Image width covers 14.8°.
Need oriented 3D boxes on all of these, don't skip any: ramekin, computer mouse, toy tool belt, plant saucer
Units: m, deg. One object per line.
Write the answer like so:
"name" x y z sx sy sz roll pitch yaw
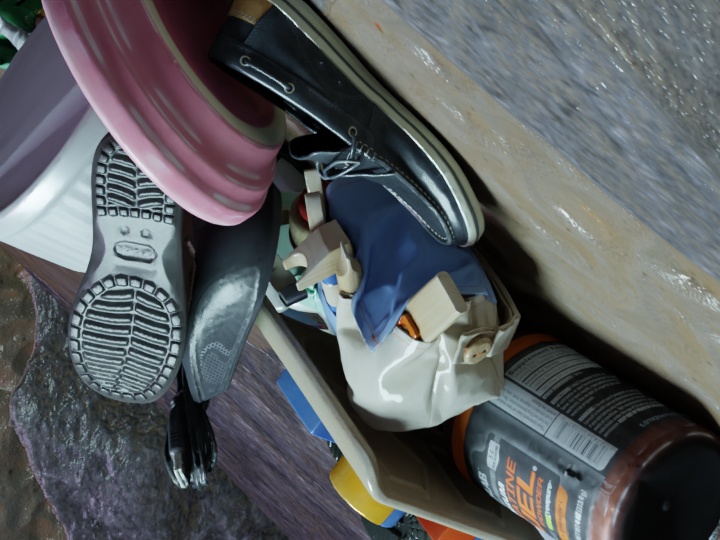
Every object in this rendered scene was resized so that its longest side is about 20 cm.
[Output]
"ramekin" -0.163 -0.090 1.749 0.094 0.203 0.202 33 174 -24
"computer mouse" -0.097 0.026 1.716 0.052 0.201 0.139 11 -142 -11
"toy tool belt" 0.013 -0.009 1.660 0.200 0.124 0.123 54 160 36
"plant saucer" -0.105 -0.123 1.580 0.201 0.051 0.201 50 -161 -24

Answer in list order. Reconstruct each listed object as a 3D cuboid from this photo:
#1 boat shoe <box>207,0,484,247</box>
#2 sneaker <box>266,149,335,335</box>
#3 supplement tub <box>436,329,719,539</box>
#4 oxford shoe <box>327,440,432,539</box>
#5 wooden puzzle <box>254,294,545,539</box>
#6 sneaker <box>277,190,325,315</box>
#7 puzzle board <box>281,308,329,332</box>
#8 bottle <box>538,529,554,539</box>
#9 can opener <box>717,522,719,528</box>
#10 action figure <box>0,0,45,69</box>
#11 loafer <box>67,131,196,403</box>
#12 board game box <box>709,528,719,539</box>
"boat shoe" -0.009 -0.078 1.564 0.200 0.062 0.075 45 168 -19
"sneaker" -0.051 -0.018 1.914 0.200 0.089 0.074 46 171 -12
"supplement tub" 0.123 0.104 1.686 0.200 0.107 0.107 31 165 44
"oxford shoe" 0.040 0.136 1.883 0.084 0.073 0.200 15 -155 -19
"wooden puzzle" 0.018 0.111 1.745 0.200 0.046 0.186 30 -162 -45
"sneaker" 0.001 0.000 1.812 0.200 0.074 0.118 31 175 9
"puzzle board" -0.074 -0.013 2.049 0.200 0.017 0.150 40 -164 27
"bottle" 0.109 0.169 1.876 0.083 0.066 0.200 24 146 -8
"can opener" 0.183 0.140 1.727 0.200 0.067 0.053 35 167 36
"action figure" -0.227 -0.178 1.933 0.199 0.118 0.055 24 149 36
"loafer" -0.125 -0.010 1.651 0.072 0.071 0.201 16 124 6
"board game box" 0.166 0.241 1.833 0.097 0.200 0.159 41 170 1
